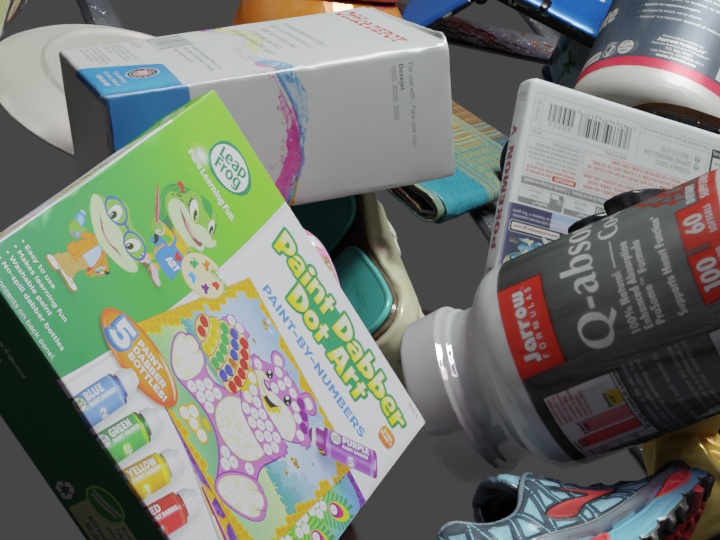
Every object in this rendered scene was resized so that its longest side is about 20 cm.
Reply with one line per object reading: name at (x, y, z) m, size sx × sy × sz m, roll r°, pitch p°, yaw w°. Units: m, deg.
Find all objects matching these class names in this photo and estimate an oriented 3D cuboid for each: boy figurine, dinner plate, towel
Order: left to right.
dinner plate at (-0.148, -0.120, 1.090) m, size 0.199 × 0.024 × 0.201 m, roll 15°, pitch 31°, yaw -10°
towel at (0.047, -0.092, 1.206) m, size 0.146 × 0.022 × 0.200 m, roll 37°, pitch 25°, yaw 18°
boy figurine at (0.178, 0.053, 0.938) m, size 0.064 × 0.124 × 0.201 m, roll -4°, pitch 69°, yaw -29°

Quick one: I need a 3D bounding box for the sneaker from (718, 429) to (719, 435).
sneaker at (0.291, 0.122, 0.990) m, size 0.200 × 0.074 × 0.089 m, roll 35°, pitch 28°, yaw -1°

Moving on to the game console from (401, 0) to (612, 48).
game console at (0.123, -0.213, 1.386) m, size 0.170 × 0.119 × 0.200 m, roll 27°, pitch 28°, yaw 1°

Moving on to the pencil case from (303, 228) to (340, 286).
pencil case at (-0.087, 0.031, 0.828) m, size 0.082 × 0.087 × 0.200 m, roll 16°, pitch 24°, yaw 26°

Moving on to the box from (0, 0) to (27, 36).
box at (-0.255, -0.183, 1.072) m, size 0.050 × 0.076 × 0.200 m, roll 21°, pitch 29°, yaw -6°

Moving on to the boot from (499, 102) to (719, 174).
boot at (0.207, -0.069, 1.164) m, size 0.199 × 0.075 × 0.097 m, roll 6°, pitch -13°, yaw 37°

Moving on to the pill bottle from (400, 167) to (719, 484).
pill bottle at (0.129, 0.035, 0.853) m, size 0.116 × 0.199 × 0.116 m, roll 50°, pitch 26°, yaw -35°

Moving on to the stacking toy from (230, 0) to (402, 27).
stacking toy at (-0.021, -0.237, 1.186) m, size 0.145 × 0.201 × 0.146 m, roll 7°, pitch 16°, yaw -2°

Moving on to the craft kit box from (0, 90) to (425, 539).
craft kit box at (-0.072, 0.043, 0.736) m, size 0.201 × 0.048 × 0.198 m, roll 57°, pitch 32°, yaw -10°

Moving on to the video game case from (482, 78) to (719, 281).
video game case at (0.174, -0.006, 1.026) m, size 0.199 × 0.183 × 0.023 m, roll 14°, pitch -9°, yaw -20°

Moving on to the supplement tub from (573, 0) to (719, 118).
supplement tub at (0.249, -0.167, 1.231) m, size 0.140 × 0.140 × 0.201 m, roll 25°, pitch 65°, yaw 2°

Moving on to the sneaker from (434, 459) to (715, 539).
sneaker at (0.106, 0.126, 0.824) m, size 0.095 × 0.080 × 0.200 m, roll 36°, pitch 29°, yaw 24°

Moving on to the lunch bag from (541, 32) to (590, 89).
lunch bag at (0.260, -0.138, 1.397) m, size 0.160 × 0.083 × 0.200 m, roll 5°, pitch 33°, yaw -29°

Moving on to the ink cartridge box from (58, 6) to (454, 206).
ink cartridge box at (-0.061, -0.092, 0.951) m, size 0.199 × 0.085 × 0.145 m, roll -12°, pitch 20°, yaw -16°

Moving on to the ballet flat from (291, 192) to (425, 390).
ballet flat at (0.000, 0.000, 0.985) m, size 0.069 × 0.070 × 0.200 m, roll 12°, pitch 32°, yaw -23°
